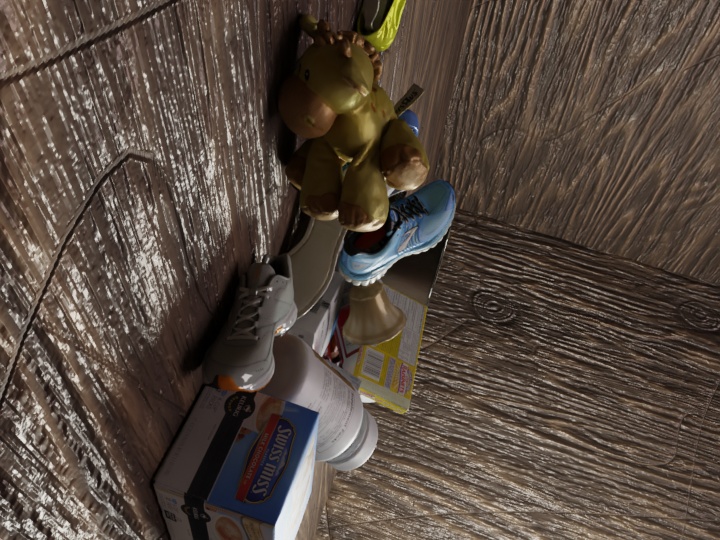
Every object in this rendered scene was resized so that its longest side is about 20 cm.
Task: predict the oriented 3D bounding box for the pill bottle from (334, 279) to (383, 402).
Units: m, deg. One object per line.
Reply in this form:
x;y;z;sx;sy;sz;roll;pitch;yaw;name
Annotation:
0.012;0.121;1.151;0.113;0.110;0.203;92;-16;-63;pill bottle

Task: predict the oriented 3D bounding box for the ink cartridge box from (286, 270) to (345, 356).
-0.087;0.094;0.970;0.201;0.066;0.117;-63;168;-55;ink cartridge box

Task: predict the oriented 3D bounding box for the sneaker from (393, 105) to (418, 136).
0.033;-0.228;1.001;0.199;0.069;0.079;175;-76;-67;sneaker

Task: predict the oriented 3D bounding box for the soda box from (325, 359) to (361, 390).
-0.078;0.219;1.028;0.200;0.068;0.064;-48;-165;47;soda box

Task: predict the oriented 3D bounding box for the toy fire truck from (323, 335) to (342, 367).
-0.065;0.163;1.197;0.200;0.110;0.171;-55;142;-71;toy fire truck

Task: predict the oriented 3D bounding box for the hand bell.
0.000;0.000;0.976;0.105;0.102;0.203;-63;144;-55;hand bell

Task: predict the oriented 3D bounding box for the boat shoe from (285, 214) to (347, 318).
-0.064;-0.027;0.872;0.060;0.071;0.202;-167;-79;-81;boat shoe

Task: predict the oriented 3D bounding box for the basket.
0.056;-0.035;1.247;0.181;0.197;0.137;95;15;-55;basket

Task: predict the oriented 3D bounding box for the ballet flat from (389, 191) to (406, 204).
-0.003;-0.124;1.005;0.199;0.065;0.071;14;-48;65;ballet flat

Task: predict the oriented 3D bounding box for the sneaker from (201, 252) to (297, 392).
-0.115;0.045;0.684;0.201;0.074;0.093;-76;171;-64;sneaker

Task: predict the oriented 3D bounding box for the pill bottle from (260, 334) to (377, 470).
-0.061;0.179;0.845;0.200;0.113;0.116;49;51;-42;pill bottle

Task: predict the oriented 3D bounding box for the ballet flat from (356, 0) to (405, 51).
0.039;-0.400;0.881;0.067;0.066;0.203;-6;116;-59;ballet flat

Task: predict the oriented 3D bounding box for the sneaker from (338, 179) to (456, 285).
0.055;-0.060;0.894;0.199;0.078;0.090;-39;158;-14;sneaker

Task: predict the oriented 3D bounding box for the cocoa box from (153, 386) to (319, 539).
-0.128;0.240;0.724;0.202;0.129;0.134;99;11;-47;cocoa box

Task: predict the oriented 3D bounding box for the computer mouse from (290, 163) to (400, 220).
0.015;-0.124;0.831;0.199;0.109;0.044;-32;148;-41;computer mouse

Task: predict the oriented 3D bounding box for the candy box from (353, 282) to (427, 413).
0.050;0.123;1.078;0.026;0.101;0.202;-40;-153;48;candy box

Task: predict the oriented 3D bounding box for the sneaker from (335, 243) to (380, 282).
-0.011;-0.035;1.068;0.200;0.113;0.076;83;24;-72;sneaker

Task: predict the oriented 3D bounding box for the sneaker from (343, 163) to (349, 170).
-0.008;-0.159;0.913;0.078;0.090;0.203;-57;162;-63;sneaker

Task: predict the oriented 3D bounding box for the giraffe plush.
-0.017;-0.166;0.682;0.202;0.171;0.162;-61;149;-12;giraffe plush
